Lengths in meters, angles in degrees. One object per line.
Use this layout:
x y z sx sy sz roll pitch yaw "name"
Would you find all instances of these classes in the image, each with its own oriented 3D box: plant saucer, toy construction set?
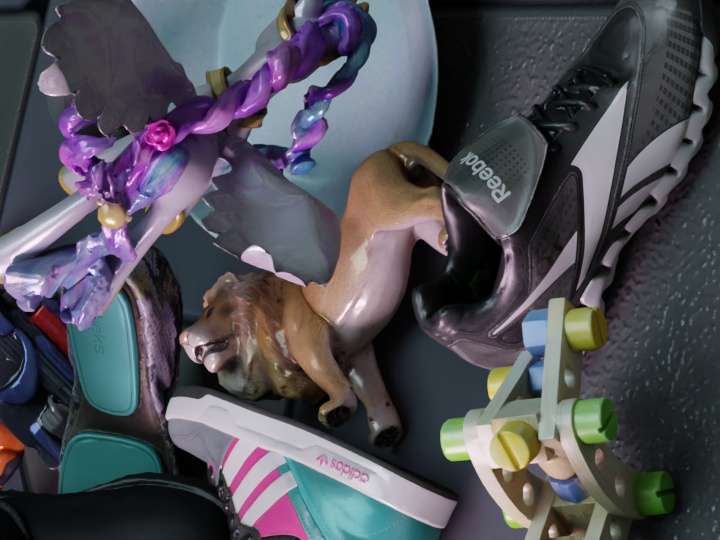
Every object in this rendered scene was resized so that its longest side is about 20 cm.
-0.032 -0.105 1.245 0.201 0.039 0.201 7 101 37 "plant saucer"
0.061 0.120 0.980 0.092 0.131 0.200 3 42 38 "toy construction set"

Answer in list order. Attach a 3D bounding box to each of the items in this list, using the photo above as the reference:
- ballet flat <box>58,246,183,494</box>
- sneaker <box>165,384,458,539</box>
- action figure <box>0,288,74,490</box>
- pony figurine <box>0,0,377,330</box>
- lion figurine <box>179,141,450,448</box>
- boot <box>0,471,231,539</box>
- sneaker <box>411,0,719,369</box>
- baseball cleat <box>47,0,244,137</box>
-0.118 0.071 1.304 0.072 0.072 0.200 48 142 49 "ballet flat"
-0.044 0.132 1.183 0.200 0.084 0.121 18 83 53 "sneaker"
-0.214 0.043 1.386 0.193 0.200 0.105 -33 10 17 "action figure"
-0.085 -0.055 1.149 0.200 0.167 0.193 -38 9 30 "pony figurine"
0.000 0.000 1.179 0.200 0.072 0.123 -49 46 23 "lion figurine"
-0.173 0.146 1.223 0.198 0.162 0.073 -1 94 21 "boot"
0.084 -0.043 1.060 0.066 0.090 0.200 42 112 50 "sneaker"
-0.105 -0.115 1.357 0.200 0.070 0.106 -44 46 37 "baseball cleat"
